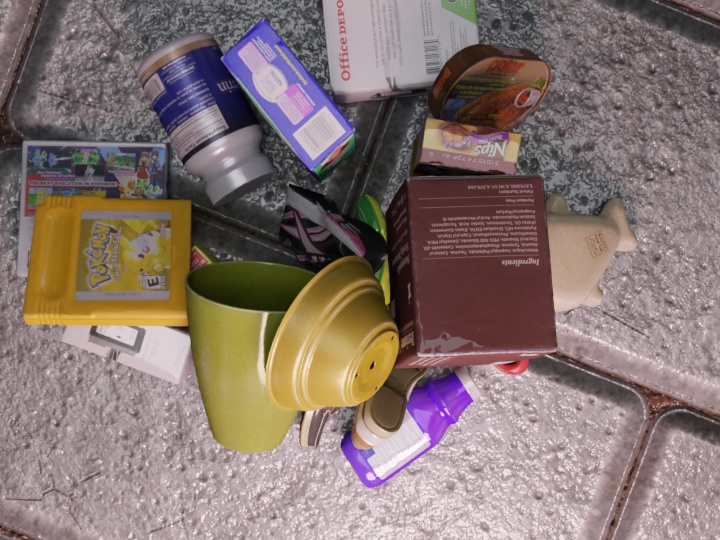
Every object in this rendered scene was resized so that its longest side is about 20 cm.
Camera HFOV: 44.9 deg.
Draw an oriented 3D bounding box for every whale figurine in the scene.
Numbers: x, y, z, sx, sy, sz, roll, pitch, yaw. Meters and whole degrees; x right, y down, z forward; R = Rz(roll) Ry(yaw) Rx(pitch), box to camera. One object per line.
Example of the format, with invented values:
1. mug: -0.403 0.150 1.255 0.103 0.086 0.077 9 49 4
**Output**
1. whale figurine: 0.277 -0.026 1.165 0.198 0.103 0.161 -28 96 -24

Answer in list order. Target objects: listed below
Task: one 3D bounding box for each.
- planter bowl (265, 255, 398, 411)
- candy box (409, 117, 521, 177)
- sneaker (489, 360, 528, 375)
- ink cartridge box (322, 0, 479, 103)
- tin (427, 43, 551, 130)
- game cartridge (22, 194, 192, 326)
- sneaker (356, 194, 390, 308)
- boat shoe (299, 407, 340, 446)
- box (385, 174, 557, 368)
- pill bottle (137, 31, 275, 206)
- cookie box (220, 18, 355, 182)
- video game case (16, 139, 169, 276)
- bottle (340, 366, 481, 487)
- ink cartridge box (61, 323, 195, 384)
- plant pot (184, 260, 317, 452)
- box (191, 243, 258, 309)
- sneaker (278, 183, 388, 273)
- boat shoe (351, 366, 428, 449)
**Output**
1. planter bowl: -0.013 0.092 1.002 0.083 0.200 0.203 29 91 27
2. candy box: 0.126 -0.143 1.097 0.115 0.200 0.058 9 92 -1
3. sneaker: 0.160 0.054 1.159 0.077 0.085 0.200 -41 89 0
4. ink cartridge box: 0.052 -0.308 1.150 0.196 0.084 0.148 -6 91 -1
5. tin: 0.166 -0.232 1.111 0.042 0.198 0.113 54 129 26
6. game cartridge: -0.313 -0.015 1.098 0.196 0.033 0.179 1 60 -13
7. sneaker: 0.000 0.000 1.162 0.082 0.074 0.204 1 92 -4
8. boat shoe: -0.034 0.150 1.148 0.065 0.072 0.204 14 110 -2
9. box: 0.124 0.006 1.029 0.161 0.166 0.204 -1 79 -8
10. pill bottle: -0.197 -0.194 1.135 0.114 0.116 0.202 -28 92 0
11. cookie box: -0.082 -0.204 1.094 0.075 0.200 0.172 -39 91 2
12. video game case: -0.360 -0.082 1.175 0.196 0.023 0.186 1 86 0
13. bottle: 0.070 0.206 1.172 0.199 0.065 0.084 -36 87 0
14. ink cartridge box: -0.309 0.076 1.141 0.197 0.116 0.069 21 91 0
15. plant pot: -0.129 0.113 1.077 0.184 0.187 0.204 7 107 -1
16. box: -0.174 0.061 1.174 0.075 0.050 0.200 -43 91 2
17. sneaker: -0.040 -0.034 1.129 0.079 0.200 0.087 12 108 -38
18. boat shoe: 0.034 0.146 1.130 0.074 0.201 0.068 38 130 -5
